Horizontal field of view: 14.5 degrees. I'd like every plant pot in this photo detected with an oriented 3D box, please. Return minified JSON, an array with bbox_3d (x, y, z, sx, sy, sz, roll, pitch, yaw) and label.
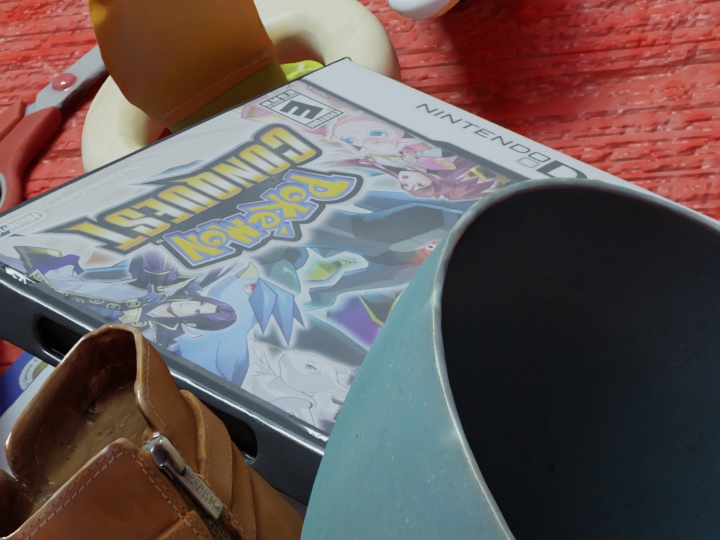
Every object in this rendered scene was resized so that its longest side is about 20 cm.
[{"bbox_3d":[0.060,0.096,0.706,0.135,0.200,0.200,-48,22,32],"label":"plant pot"}]

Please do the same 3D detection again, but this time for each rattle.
[{"bbox_3d":[-0.059,-0.112,1.065,0.130,0.143,0.200,-22,37,32],"label":"rattle"}]

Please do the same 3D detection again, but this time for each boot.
[{"bbox_3d":[-0.052,0.124,0.726,0.074,0.155,0.200,-19,33,18],"label":"boot"}]

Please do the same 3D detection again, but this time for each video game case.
[{"bbox_3d":[0.000,0.000,0.888,0.180,0.026,0.200,26,35,31],"label":"video game case"}]

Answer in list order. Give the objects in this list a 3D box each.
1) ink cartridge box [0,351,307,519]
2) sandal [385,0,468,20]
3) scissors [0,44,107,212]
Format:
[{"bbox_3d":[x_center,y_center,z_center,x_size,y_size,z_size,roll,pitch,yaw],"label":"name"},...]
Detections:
[{"bbox_3d":[-0.082,0.070,0.916,0.200,0.043,0.196,11,47,36],"label":"ink cartridge box"},{"bbox_3d":[0.046,-0.131,1.093,0.079,0.059,0.207,-42,18,22],"label":"sandal"},{"bbox_3d":[-0.132,-0.068,1.145,0.073,0.014,0.200,3,44,34],"label":"scissors"}]
